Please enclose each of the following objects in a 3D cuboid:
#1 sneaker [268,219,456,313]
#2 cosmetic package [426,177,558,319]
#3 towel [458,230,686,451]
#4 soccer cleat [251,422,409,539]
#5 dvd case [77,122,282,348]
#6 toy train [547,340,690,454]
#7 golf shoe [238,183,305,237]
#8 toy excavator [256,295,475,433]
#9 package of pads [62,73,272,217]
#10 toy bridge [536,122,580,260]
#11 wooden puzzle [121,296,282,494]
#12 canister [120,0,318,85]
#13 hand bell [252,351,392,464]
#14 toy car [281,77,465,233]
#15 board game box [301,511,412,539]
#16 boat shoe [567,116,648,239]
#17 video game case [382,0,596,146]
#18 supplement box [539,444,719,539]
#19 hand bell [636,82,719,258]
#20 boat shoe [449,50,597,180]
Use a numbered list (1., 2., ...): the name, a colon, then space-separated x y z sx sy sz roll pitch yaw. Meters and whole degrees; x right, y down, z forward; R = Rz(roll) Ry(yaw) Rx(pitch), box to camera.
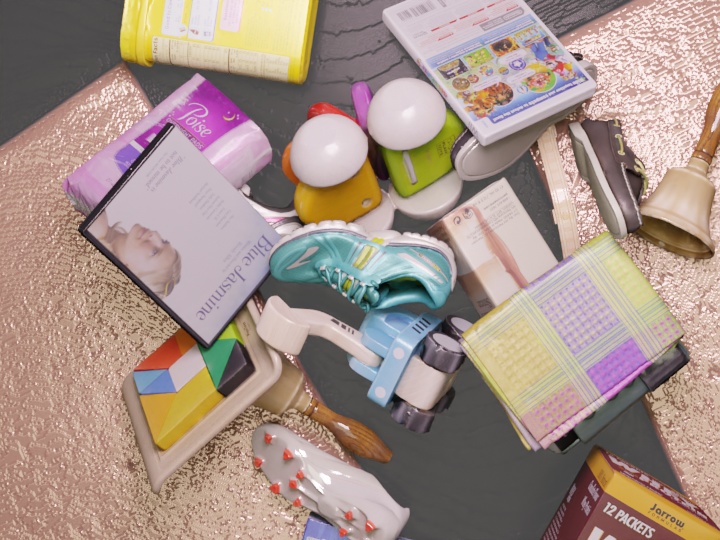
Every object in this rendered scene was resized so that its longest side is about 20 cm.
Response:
1. sneaker: 0.000 0.000 1.492 0.197 0.078 0.080 3 52 7
2. cosmetic package: 0.163 0.014 1.536 0.087 0.103 0.201 -33 88 -9
3. towel: 0.211 0.071 1.467 0.199 0.023 0.144 -37 86 1
4. soccer cleat: -0.036 0.234 1.587 0.199 0.077 0.070 35 122 20
5. dvd case: -0.176 -0.032 1.478 0.143 0.017 0.200 -51 124 -11
6. toy train: 0.262 0.119 1.533 0.199 0.114 0.086 -38 88 4
7. golf shoe: -0.155 -0.055 1.583 0.197 0.073 0.093 10 85 -3
8. toy excavator: 0.007 0.080 1.519 0.198 0.194 0.101 29 110 12
9. package of pads: -0.202 -0.105 1.532 0.200 0.076 0.120 -41 63 -19
10. toy bridge: 0.218 -0.059 1.554 0.027 0.067 0.203 -12 90 4
11. wooden puzzle: -0.178 0.112 1.536 0.200 0.185 0.037 -45 126 10
12. canister: -0.149 -0.285 1.564 0.197 0.087 0.151 9 93 2
13. hand bell: -0.050 0.155 1.582 0.199 0.104 0.105 34 94 -9
14. toy car: 0.009 -0.131 1.535 0.198 0.176 0.151 -25 51 -1
15. board game box: 0.012 0.391 1.596 0.197 0.041 0.202 14 93 4
16. boat shoe: 0.264 -0.103 1.491 0.060 0.202 0.072 -14 123 2
17. video game case: 0.133 -0.228 1.508 0.142 0.018 0.201 -25 59 -18
18. supplement box: 0.260 0.312 1.497 0.132 0.197 0.202 29 93 2
19. hand bell: 0.364 -0.126 1.538 0.103 0.104 0.202 24 81 3
20. boat shoe: 0.162 -0.170 1.521 0.199 0.074 0.060 -39 56 -16
